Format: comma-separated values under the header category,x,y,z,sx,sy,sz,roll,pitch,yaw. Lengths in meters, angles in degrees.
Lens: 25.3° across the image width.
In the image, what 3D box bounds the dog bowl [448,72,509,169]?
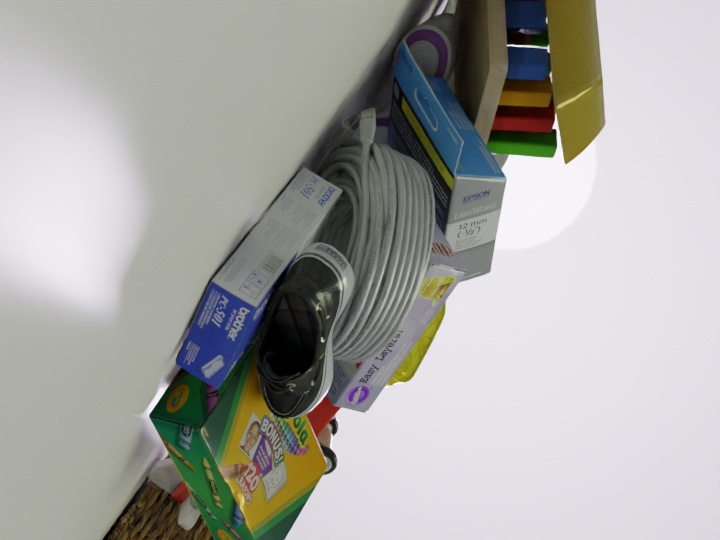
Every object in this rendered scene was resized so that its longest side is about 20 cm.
category,x,y,z,sx,sy,sz,roll,pitch,yaw
dog bowl,0.074,-0.126,1.750,0.200,0.079,0.201,-41,-157,22

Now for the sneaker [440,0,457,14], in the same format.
category,x,y,z,sx,sy,sz,roll,pitch,yaw
sneaker,0.116,-0.272,1.760,0.116,0.073,0.200,-62,179,7

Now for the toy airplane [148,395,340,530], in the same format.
category,x,y,z,sx,sy,sz,roll,pitch,yaw
toy airplane,-0.132,0.165,1.611,0.199,0.142,0.199,-46,-151,-26

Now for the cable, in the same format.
category,x,y,z,sx,sy,sz,roll,pitch,yaw
cable,-0.008,-0.017,1.436,0.200,0.069,0.202,-49,-143,41

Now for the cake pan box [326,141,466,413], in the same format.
category,x,y,z,sx,sy,sz,roll,pitch,yaw
cake pan box,0.000,0.000,1.534,0.185,0.052,0.201,-53,-136,26

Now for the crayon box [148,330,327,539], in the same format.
category,x,y,z,sx,sy,sz,roll,pitch,yaw
crayon box,-0.104,0.152,1.420,0.119,0.058,0.201,-57,144,-33

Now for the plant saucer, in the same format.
category,x,y,z,sx,sy,sz,roll,pitch,yaw
plant saucer,0.208,-0.225,1.555,0.200,0.048,0.203,52,34,-75

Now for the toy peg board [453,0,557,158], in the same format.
category,x,y,z,sx,sy,sz,roll,pitch,yaw
toy peg board,0.153,-0.220,1.572,0.200,0.097,0.202,101,-10,-61

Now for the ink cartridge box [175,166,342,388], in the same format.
category,x,y,z,sx,sy,sz,roll,pitch,yaw
ink cartridge box,-0.081,0.003,1.325,0.094,0.044,0.200,-62,176,36

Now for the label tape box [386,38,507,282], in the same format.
category,x,y,z,sx,sy,sz,roll,pitch,yaw
label tape box,0.081,-0.104,1.526,0.065,0.144,0.201,-14,142,-18

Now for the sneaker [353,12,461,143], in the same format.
category,x,y,z,sx,sy,sz,roll,pitch,yaw
sneaker,0.055,-0.174,1.642,0.201,0.074,0.100,-61,177,35

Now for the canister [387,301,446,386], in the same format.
category,x,y,z,sx,sy,sz,roll,pitch,yaw
canister,-0.024,0.064,1.732,0.198,0.087,0.149,-10,-145,38

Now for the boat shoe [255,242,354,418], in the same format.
category,x,y,z,sx,sy,sz,roll,pitch,yaw
boat shoe,-0.055,0.064,1.297,0.066,0.070,0.201,-48,168,-40

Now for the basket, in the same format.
category,x,y,z,sx,sy,sz,roll,pitch,yaw
basket,-0.200,0.319,1.683,0.150,0.142,0.200,-61,177,37
